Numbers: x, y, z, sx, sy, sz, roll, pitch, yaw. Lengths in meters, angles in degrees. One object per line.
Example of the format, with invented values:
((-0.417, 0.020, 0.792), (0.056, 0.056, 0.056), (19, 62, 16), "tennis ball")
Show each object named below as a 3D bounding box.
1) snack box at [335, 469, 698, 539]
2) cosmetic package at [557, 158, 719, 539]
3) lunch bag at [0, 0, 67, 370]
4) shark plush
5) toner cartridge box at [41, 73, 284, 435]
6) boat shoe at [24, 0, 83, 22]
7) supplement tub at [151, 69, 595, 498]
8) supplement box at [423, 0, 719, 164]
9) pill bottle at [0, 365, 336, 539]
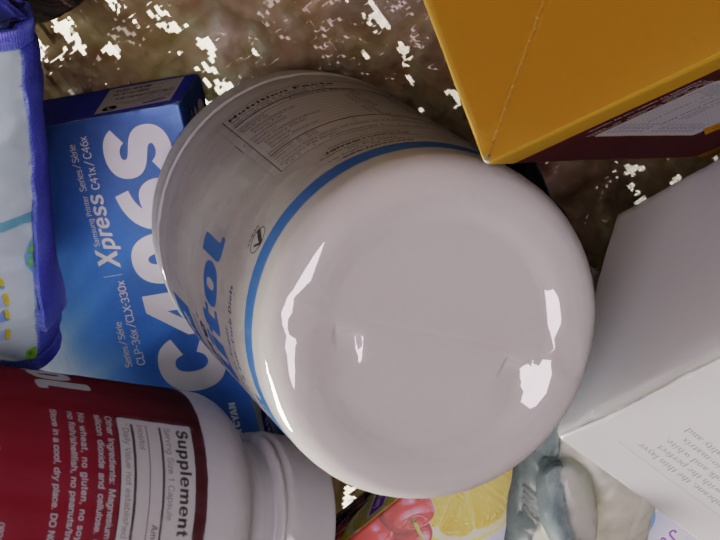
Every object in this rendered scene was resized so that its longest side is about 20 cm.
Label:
((0.109, 0.121, 1.207), (0.200, 0.068, 0.169), (-39, 98, 21), "snack box")
((0.220, 0.039, 1.056), (0.199, 0.123, 0.200), (37, 138, -22), "cosmetic package")
((-0.213, -0.055, 1.138), (0.200, 0.127, 0.170), (17, 131, 21), "lunch bag")
((0.070, 0.045, 1.126), (0.083, 0.091, 0.201), (-14, 96, 51), "shark plush")
((-0.095, 0.022, 1.218), (0.095, 0.043, 0.201), (-9, 109, 14), "toner cartridge box")
((-0.142, -0.198, 1.128), (0.073, 0.075, 0.200), (-13, 109, 14), "boat shoe")
((0.000, 0.000, 1.093), (0.132, 0.200, 0.132), (-4, 104, -16), "supplement tub")
((0.147, -0.136, 0.992), (0.197, 0.200, 0.133), (-25, 81, 29), "supplement box")
((-0.117, 0.099, 1.136), (0.200, 0.113, 0.113), (9, 115, -26), "pill bottle")
